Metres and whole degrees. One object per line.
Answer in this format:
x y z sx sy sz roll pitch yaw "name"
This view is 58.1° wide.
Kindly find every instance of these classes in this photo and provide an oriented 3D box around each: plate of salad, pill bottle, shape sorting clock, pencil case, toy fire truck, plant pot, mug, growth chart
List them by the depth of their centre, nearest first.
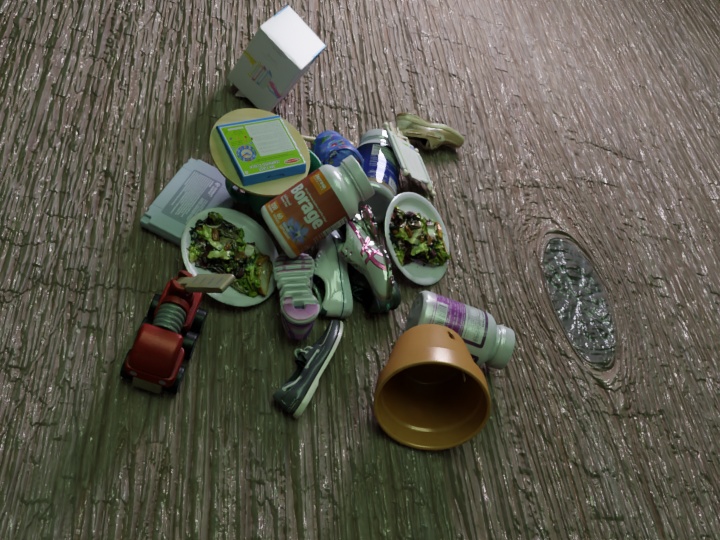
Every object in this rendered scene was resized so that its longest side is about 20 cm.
-0.284 0.079 1.019 0.126 0.201 0.178 19 49 -7 "toy fire truck"
0.122 0.191 1.131 0.197 0.202 0.141 20 32 -8 "plant pot"
-0.232 -0.031 1.193 0.197 0.048 0.203 19 54 -29 "plate of salad"
-0.077 -0.122 1.198 0.198 0.112 0.113 -34 68 -1 "pill bottle"
-0.191 -0.227 1.242 0.196 0.039 0.203 12 55 -17 "shape sorting clock"
0.192 0.122 1.251 0.197 0.113 0.114 20 49 -9 "pill bottle"
-0.173 -0.175 1.314 0.182 0.115 0.154 19 50 -8 "mug"
0.129 -0.070 1.366 0.198 0.048 0.204 14 69 -40 "plate of salad"
-0.054 -0.242 1.383 0.085 0.079 0.200 -21 25 -5 "pencil case"
0.030 -0.212 1.429 0.114 0.116 0.203 18 49 -9 "pill bottle"
0.113 -0.254 1.469 0.199 0.018 0.147 16 52 -63 "growth chart"

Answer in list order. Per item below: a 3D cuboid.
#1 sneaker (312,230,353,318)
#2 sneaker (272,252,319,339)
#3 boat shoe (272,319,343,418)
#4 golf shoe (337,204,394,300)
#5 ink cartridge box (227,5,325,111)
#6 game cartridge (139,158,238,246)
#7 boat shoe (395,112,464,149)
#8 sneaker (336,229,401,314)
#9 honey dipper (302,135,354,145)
-0.066 -0.003 1.258 0.070 0.073 0.203 2 55 -26 "sneaker"
-0.120 0.048 1.195 0.079 0.090 0.202 -2 41 -9 "sneaker"
-0.089 0.157 1.131 0.062 0.073 0.202 29 54 -3 "boat shoe"
0.004 -0.027 1.232 0.090 0.073 0.203 -15 62 -10 "golf shoe"
-0.199 -0.469 1.483 0.125 0.199 0.129 42 48 -11 "ink cartridge box"
-0.323 -0.127 1.268 0.131 0.041 0.202 25 50 0 "game cartridge"
0.171 -0.333 1.620 0.197 0.071 0.066 13 85 -24 "boat shoe"
0.000 0.000 1.284 0.078 0.076 0.201 -24 67 -32 "sneaker"
-0.104 -0.300 1.490 0.196 0.038 0.039 6 53 -22 "honey dipper"
